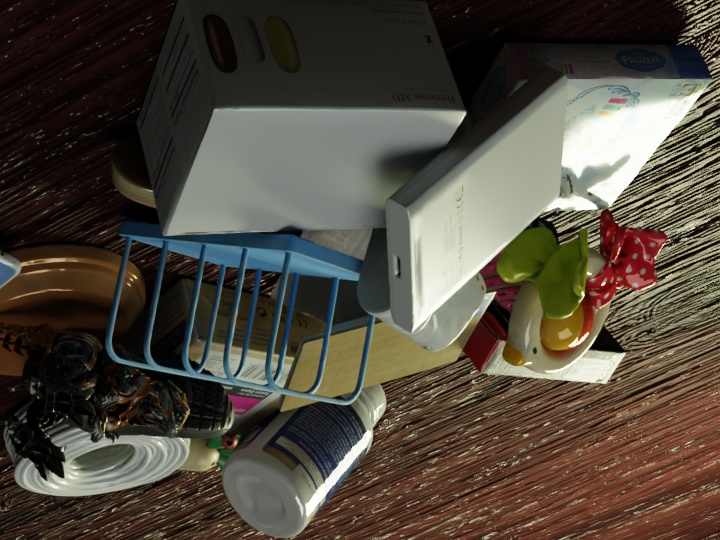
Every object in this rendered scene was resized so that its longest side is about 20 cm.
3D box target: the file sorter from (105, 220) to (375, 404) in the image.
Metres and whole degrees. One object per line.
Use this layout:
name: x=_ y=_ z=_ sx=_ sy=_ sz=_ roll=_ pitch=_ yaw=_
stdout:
file sorter: x=-0.099 y=0.037 z=1.135 sx=0.198 sy=0.124 sz=0.138 roll=5 pitch=173 yaw=37

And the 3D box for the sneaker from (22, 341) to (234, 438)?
sneaker: x=-0.217 y=0.123 z=1.257 sx=0.198 sy=0.077 sz=0.091 roll=14 pitch=143 yaw=0

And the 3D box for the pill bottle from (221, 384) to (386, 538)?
pill bottle: x=-0.055 y=0.190 z=1.467 sx=0.200 sy=0.111 sz=0.111 roll=-45 pitch=176 yaw=-44

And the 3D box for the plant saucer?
plant saucer: x=-0.295 y=0.045 z=1.233 sx=0.198 sy=0.038 sz=0.201 roll=-14 pitch=152 yaw=-8

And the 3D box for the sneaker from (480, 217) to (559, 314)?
sneaker: x=0.147 y=-0.027 z=1.324 sx=0.073 sy=0.088 sz=0.200 roll=-10 pitch=140 yaw=45

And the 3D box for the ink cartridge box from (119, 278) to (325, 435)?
ink cartridge box: x=-0.150 y=0.094 z=1.362 sx=0.199 sy=0.076 sz=0.164 roll=14 pitch=138 yaw=-45

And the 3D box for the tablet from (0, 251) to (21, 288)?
tablet: x=-0.397 y=0.019 z=1.131 sx=0.199 sy=0.014 sz=0.130 roll=-33 pitch=135 yaw=29

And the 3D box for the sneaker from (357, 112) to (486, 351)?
sneaker: x=0.067 y=-0.033 z=1.140 sx=0.073 sy=0.202 sz=0.115 roll=6 pitch=158 yaw=38

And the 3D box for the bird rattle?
bird rattle: x=0.199 y=0.019 z=1.282 sx=0.199 sy=0.112 sz=0.165 roll=-2 pitch=115 yaw=-53

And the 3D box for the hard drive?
hard drive: x=0.094 y=-0.057 z=1.053 sx=0.200 sy=0.026 sz=0.133 roll=-41 pitch=145 yaw=-31

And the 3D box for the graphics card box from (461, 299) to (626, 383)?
graphics card box: x=0.176 y=0.059 z=1.425 sx=0.198 sy=0.126 sz=0.051 roll=6 pitch=123 yaw=-39

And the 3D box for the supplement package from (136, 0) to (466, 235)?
supplement package: x=-0.049 y=-0.116 z=1.006 sx=0.198 sy=0.112 sz=0.156 roll=-3 pitch=149 yaw=-26

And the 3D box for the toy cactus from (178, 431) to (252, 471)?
toy cactus: x=-0.154 y=0.222 z=1.587 sx=0.163 sy=0.103 sz=0.200 roll=-6 pitch=160 yaw=0

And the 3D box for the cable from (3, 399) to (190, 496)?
cable: x=-0.285 y=0.185 z=1.454 sx=0.199 sy=0.070 sz=0.200 roll=-28 pitch=150 yaw=18

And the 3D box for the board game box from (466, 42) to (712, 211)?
board game box: x=0.180 y=-0.123 z=1.193 sx=0.197 sy=0.044 sz=0.200 roll=-5 pitch=150 yaw=-25

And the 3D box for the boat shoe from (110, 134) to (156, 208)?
boat shoe: x=-0.124 y=-0.063 z=1.100 sx=0.198 sy=0.072 sz=0.064 roll=7 pitch=143 yaw=-40

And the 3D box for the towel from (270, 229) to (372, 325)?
towel: x=0.000 y=0.000 z=1.250 sx=0.132 sy=0.035 sz=0.201 roll=28 pitch=141 yaw=-3

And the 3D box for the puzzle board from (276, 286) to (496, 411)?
puzzle board: x=0.022 y=0.073 z=1.278 sx=0.198 sy=0.018 sz=0.151 roll=-15 pitch=154 yaw=-21

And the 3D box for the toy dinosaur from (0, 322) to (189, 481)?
toy dinosaur: x=-0.252 y=0.102 z=1.167 sx=0.198 sy=0.136 sz=0.103 roll=11 pitch=123 yaw=8
